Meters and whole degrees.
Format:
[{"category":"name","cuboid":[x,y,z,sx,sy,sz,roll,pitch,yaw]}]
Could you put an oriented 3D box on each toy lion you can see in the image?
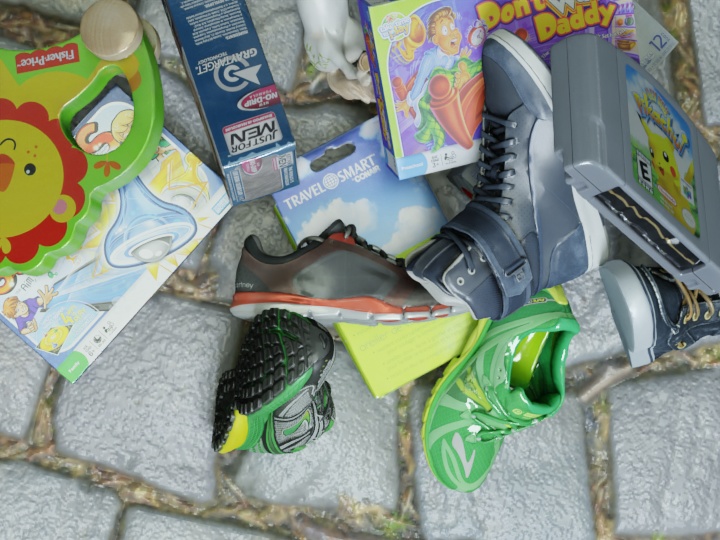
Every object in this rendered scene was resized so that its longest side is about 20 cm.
[{"category":"toy lion","cuboid":[-0.246,-0.094,1.293,0.199,0.069,0.192,-11,81,8]}]

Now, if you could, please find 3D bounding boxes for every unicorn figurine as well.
[{"category":"unicorn figurine","cuboid":[-0.025,-0.226,1.320,0.074,0.137,0.201,-8,105,-25]}]

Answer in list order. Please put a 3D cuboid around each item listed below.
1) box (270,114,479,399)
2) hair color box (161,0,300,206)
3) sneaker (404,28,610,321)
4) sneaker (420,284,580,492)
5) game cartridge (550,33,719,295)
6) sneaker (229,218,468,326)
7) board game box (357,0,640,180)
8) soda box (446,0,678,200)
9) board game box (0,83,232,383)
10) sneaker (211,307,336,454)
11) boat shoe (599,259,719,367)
[{"category":"box","cuboid":[0.017,-0.012,1.352,0.122,0.048,0.200,-28,92,-5]},{"category":"hair color box","cuboid":[-0.106,-0.161,1.293,0.060,0.100,0.201,-19,76,-4]},{"category":"sneaker","cuboid":[0.091,-0.059,1.223,0.146,0.077,0.203,-28,113,-16]},{"category":"sneaker","cuboid":[0.108,0.097,1.316,0.074,0.084,0.200,7,119,-30]},{"category":"game cartridge","cuboid":[0.205,-0.081,1.220,0.040,0.200,0.134,-25,49,30]},{"category":"sneaker","cuboid":[0.000,0.000,1.292,0.199,0.077,0.082,1,84,-4]},{"category":"board game box","cuboid":[0.108,-0.158,1.270,0.199,0.045,0.135,-14,110,-7]},{"category":"soda box","cuboid":[0.161,-0.128,1.354,0.063,0.068,0.200,42,87,-6]},{"category":"board game box","cuboid":[-0.210,-0.029,1.338,0.135,0.034,0.200,41,86,-4]},{"category":"sneaker","cuboid":[-0.053,0.086,1.282,0.085,0.200,0.078,8,66,-15]},{"category":"boat shoe","cuboid":[0.238,0.021,1.294,0.091,0.200,0.071,-21,76,6]}]
